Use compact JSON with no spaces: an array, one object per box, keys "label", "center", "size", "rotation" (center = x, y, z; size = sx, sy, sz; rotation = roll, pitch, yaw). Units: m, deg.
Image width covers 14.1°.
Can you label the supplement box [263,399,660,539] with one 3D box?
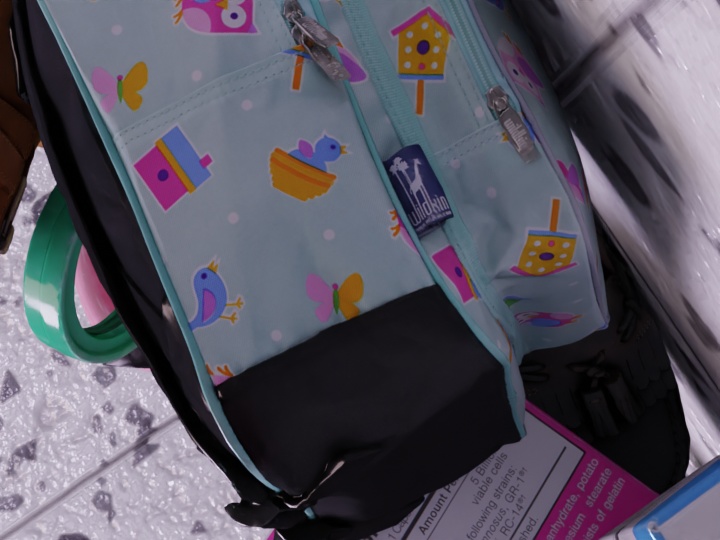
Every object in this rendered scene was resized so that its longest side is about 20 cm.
[{"label":"supplement box","center":[0.066,0.127,1.002],"size":[0.200,0.103,0.101],"rotation":[36,157,-4]}]

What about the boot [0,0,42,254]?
[{"label":"boot","center":[-0.129,-0.045,0.974],"size":[0.200,0.073,0.155],"rotation":[73,-161,-64]}]

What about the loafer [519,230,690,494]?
[{"label":"loafer","center":[0.055,0.004,1.003],"size":[0.200,0.072,0.063],"rotation":[58,170,-11]}]

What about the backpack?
[{"label":"backpack","center":[-0.017,-0.036,0.880],"size":[0.200,0.153,0.176],"rotation":[57,-178,14]}]

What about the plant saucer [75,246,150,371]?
[{"label":"plant saucer","center":[-0.056,-0.051,1.276],"size":[0.051,0.201,0.201],"rotation":[14,-156,-35]}]

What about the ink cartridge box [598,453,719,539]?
[{"label":"ink cartridge box","center":[0.133,0.106,0.859],"size":[0.116,0.068,0.200],"rotation":[55,176,5]}]

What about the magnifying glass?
[{"label":"magnifying glass","center":[-0.053,-0.026,1.031],"size":[0.022,0.200,0.080],"rotation":[19,118,23]}]

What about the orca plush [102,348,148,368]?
[{"label":"orca plush","center":[-0.099,-0.060,1.222],"size":[0.105,0.071,0.201],"rotation":[10,93,64]}]
